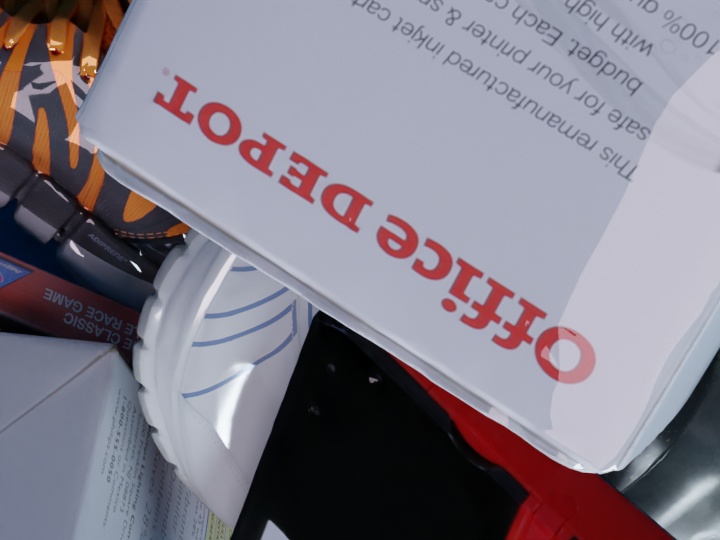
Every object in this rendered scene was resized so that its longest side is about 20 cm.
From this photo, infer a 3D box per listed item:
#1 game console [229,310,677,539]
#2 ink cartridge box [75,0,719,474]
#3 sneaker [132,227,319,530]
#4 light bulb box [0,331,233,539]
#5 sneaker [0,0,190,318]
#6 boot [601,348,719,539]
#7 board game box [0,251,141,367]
[{"bbox_3d":[0.029,0.126,0.734,0.177,0.031,0.200,43,133,25],"label":"game console"},{"bbox_3d":[0.050,-0.081,0.616,0.146,0.084,0.200,33,114,10],"label":"ink cartridge box"},{"bbox_3d":[0.000,0.000,0.741,0.087,0.074,0.201,38,133,27],"label":"sneaker"},{"bbox_3d":[-0.119,0.139,0.845,0.124,0.199,0.200,7,159,15],"label":"light bulb box"},{"bbox_3d":[-0.084,-0.075,0.785,0.200,0.078,0.112,33,129,-25],"label":"sneaker"},{"bbox_3d":[0.068,0.089,0.788,0.130,0.068,0.200,34,136,-20],"label":"boot"},{"bbox_3d":[-0.090,0.025,0.848,0.199,0.020,0.103,24,159,-18],"label":"board game box"}]
